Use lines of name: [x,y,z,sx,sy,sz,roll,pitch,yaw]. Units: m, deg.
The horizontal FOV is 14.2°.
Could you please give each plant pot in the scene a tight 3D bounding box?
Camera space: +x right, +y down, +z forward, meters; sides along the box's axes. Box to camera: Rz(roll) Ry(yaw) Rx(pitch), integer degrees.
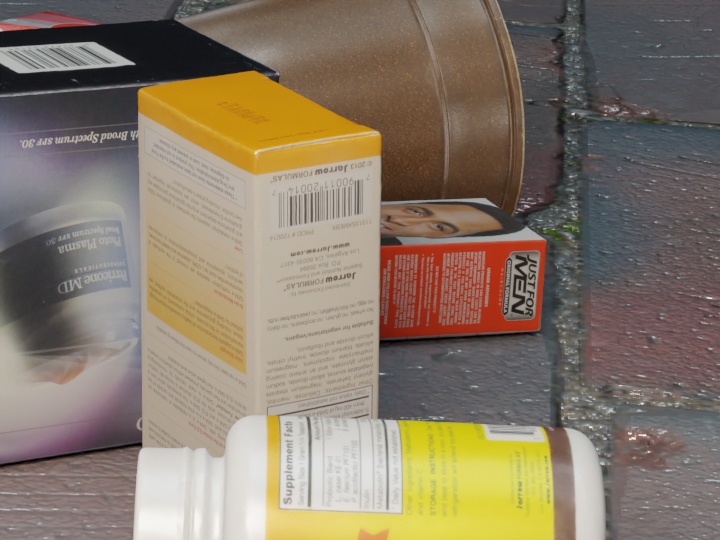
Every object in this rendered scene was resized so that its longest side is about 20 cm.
plant pot: [-0.025,-0.101,1.853,0.197,0.202,0.200,-11,21,-20]

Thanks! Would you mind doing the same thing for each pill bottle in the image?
pill bottle: [0.002,0.119,1.250,0.198,0.110,0.109,2,17,-3]

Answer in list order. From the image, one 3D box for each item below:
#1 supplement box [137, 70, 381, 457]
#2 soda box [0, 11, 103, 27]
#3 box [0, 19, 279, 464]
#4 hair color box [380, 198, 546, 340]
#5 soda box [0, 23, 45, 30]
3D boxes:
supplement box: [-0.050,0.016,1.418,0.073,0.202,0.126,-10,23,-29]
soda box: [-0.183,-0.142,2.147,0.199,0.064,0.070,14,20,33]
box: [-0.157,-0.015,1.503,0.199,0.200,0.123,-7,22,-32]
hair color box: [0.000,0.000,1.722,0.199,0.062,0.101,-2,17,-21]
soda box: [-0.243,-0.130,2.049,0.198,0.064,0.071,7,52,8]
